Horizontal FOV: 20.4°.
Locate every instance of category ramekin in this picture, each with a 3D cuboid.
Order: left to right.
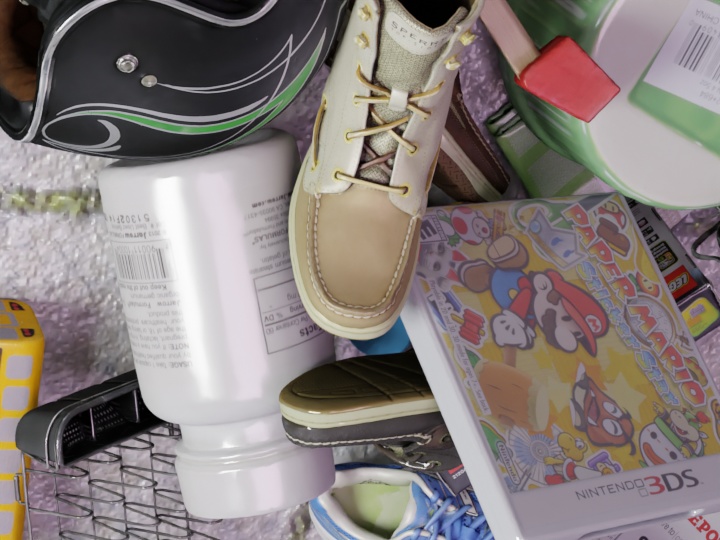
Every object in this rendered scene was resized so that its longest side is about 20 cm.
[{"bbox_3d":[0.189,-0.134,1.172,0.198,0.098,0.202,-8,118,-15],"label":"ramekin"}]

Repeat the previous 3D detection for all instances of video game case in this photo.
[{"bbox_3d":[0.114,0.049,1.098,0.181,0.201,0.023,-6,151,-35],"label":"video game case"}]

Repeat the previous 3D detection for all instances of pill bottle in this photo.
[{"bbox_3d":[-0.074,0.030,1.122,0.113,0.114,0.202,-13,100,-15],"label":"pill bottle"}]

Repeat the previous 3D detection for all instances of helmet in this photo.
[{"bbox_3d":[-0.099,-0.154,1.033,0.189,0.200,0.202,-12,117,-25],"label":"helmet"}]

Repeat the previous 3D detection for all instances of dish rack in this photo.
[{"bbox_3d":[-0.136,0.157,1.190,0.153,0.054,0.202,-20,112,-49],"label":"dish rack"}]

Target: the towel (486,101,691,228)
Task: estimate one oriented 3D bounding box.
[{"bbox_3d":[0.193,-0.097,1.263,0.200,0.031,0.150,-38,120,-1],"label":"towel"}]

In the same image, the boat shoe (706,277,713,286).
[{"bbox_3d":[0.148,0.059,1.283,0.200,0.075,0.062,-44,108,-13],"label":"boat shoe"}]

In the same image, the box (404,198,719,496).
[{"bbox_3d":[0.117,0.044,1.235,0.199,0.110,0.035,-33,127,5],"label":"box"}]

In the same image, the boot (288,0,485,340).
[{"bbox_3d":[0.015,-0.080,1.014,0.071,0.155,0.202,12,66,-7],"label":"boot"}]

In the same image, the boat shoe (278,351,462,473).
[{"bbox_3d":[0.040,0.081,1.111,0.200,0.071,0.067,-10,111,-41],"label":"boat shoe"}]

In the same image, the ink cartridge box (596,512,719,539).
[{"bbox_3d":[0.141,0.189,1.341,0.200,0.083,0.147,-45,120,2],"label":"ink cartridge box"}]

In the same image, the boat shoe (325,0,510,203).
[{"bbox_3d":[0.035,-0.119,1.170,0.075,0.075,0.202,-47,122,-7],"label":"boat shoe"}]

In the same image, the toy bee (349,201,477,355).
[{"bbox_3d":[0.000,0.000,1.190,0.199,0.131,0.109,-28,96,5],"label":"toy bee"}]

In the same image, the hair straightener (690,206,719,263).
[{"bbox_3d":[0.247,-0.037,1.211,0.077,0.200,0.041,-26,106,35],"label":"hair straightener"}]

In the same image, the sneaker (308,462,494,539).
[{"bbox_3d":[0.056,0.169,1.244,0.198,0.077,0.076,13,77,13],"label":"sneaker"}]

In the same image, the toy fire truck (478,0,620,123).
[{"bbox_3d":[0.087,-0.192,1.061,0.200,0.049,0.141,41,96,-6],"label":"toy fire truck"}]

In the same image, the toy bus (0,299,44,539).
[{"bbox_3d":[-0.237,0.120,1.176,0.078,0.065,0.202,1,112,-23],"label":"toy bus"}]
